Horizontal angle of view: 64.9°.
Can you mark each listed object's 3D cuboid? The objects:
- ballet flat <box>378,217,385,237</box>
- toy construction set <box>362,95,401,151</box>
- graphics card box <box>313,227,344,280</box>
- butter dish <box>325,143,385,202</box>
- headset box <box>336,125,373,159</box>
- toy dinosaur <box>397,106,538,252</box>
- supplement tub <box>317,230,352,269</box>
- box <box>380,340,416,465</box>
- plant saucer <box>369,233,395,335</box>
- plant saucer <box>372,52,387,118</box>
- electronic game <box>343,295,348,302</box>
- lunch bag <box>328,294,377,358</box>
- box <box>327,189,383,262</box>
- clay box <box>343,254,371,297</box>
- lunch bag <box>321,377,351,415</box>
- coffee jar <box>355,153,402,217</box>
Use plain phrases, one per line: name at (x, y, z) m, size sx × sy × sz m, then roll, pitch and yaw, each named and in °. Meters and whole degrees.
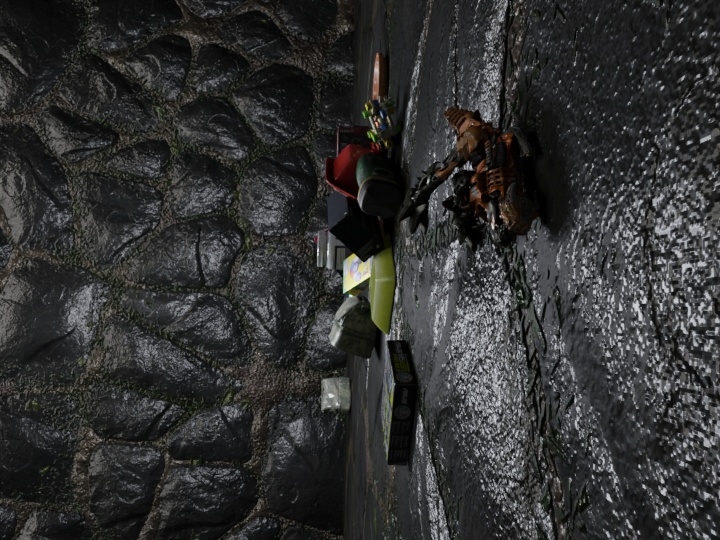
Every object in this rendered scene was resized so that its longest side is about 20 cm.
ballet flat at (0.039, -0.139, 1.687) m, size 0.201 × 0.069 × 0.070 m, roll -93°, pitch 6°, yaw -53°
toy construction set at (0.051, -0.374, 1.421) m, size 0.200 × 0.091 × 0.132 m, roll -79°, pitch -32°, yaw -67°
graphics card box at (-0.063, -0.070, 2.052) m, size 0.201 × 0.125 × 0.051 m, roll 53°, pitch 177°, yaw -4°
butter dish at (0.016, -0.276, 1.534) m, size 0.148 × 0.198 × 0.201 m, roll -56°, pitch 18°, yaw 26°
headset box at (0.001, -0.347, 1.719) m, size 0.075 × 0.147 × 0.202 m, roll 114°, pitch 156°, yaw -79°
toy dinosaur at (0.117, -0.094, 0.559) m, size 0.136 × 0.102 × 0.201 m, roll -55°, pitch 11°, yaw 39°
supplement tub at (-0.048, -0.072, 1.953) m, size 0.140 × 0.198 × 0.142 m, roll -178°, pitch 90°, yaw -86°
box at (0.075, 0.270, 1.171) m, size 0.161 × 0.044 × 0.202 m, roll -99°, pitch 11°, yaw -66°
plant saucer at (0.055, 0.035, 1.522) m, size 0.201 × 0.047 × 0.201 m, roll -93°, pitch 7°, yaw -52°
plant saucer at (0.062, -0.576, 1.778) m, size 0.200 × 0.032 × 0.202 m, roll -178°, pitch 90°, yaw -86°
electronic game at (-0.081, 0.188, 3.446) m, size 0.200 × 0.041 × 0.202 m, roll -179°, pitch 90°, yaw -86°
lunch bag at (-0.014, 0.169, 1.811) m, size 0.200 × 0.138 × 0.169 m, roll -145°, pitch 76°, yaw -83°
box at (-0.017, -0.135, 1.547) m, size 0.141 × 0.079 × 0.201 m, roll 44°, pitch -160°, yaw -26°
clay box at (0.000, 0.000, 1.747) m, size 0.200 × 0.047 × 0.116 m, roll -33°, pitch 50°, yaw 50°
lunch bag at (-0.137, 0.700, 3.164) m, size 0.140 × 0.166 × 0.202 m, roll 98°, pitch 172°, yaw -58°
coffee jar at (0.043, -0.206, 1.368) m, size 0.201 × 0.103 × 0.086 m, roll -94°, pitch 18°, yaw -57°
